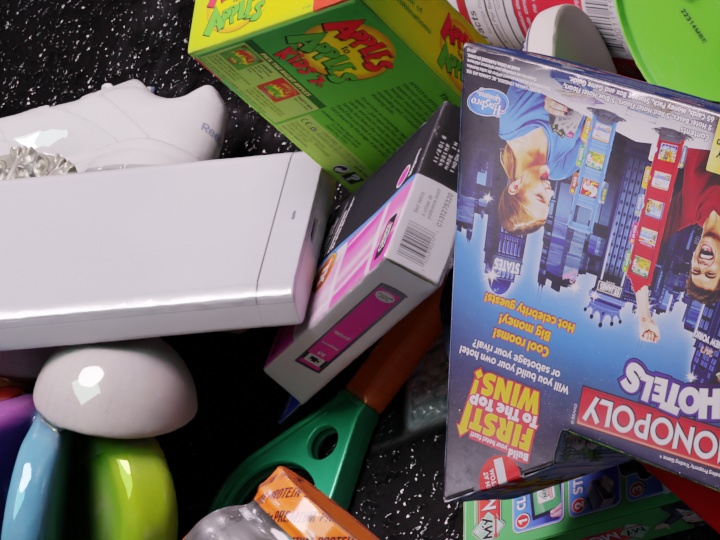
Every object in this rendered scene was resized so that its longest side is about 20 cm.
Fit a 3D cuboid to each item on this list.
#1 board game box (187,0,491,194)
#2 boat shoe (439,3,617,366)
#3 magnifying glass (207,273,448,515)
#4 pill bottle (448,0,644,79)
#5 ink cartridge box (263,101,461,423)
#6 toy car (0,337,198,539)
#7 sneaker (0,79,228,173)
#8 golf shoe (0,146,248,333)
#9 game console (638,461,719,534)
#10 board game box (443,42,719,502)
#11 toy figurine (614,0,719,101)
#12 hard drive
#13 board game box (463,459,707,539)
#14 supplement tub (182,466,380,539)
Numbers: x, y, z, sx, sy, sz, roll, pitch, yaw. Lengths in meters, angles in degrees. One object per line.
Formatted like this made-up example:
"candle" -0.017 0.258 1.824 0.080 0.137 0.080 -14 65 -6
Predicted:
"board game box" 0.015 -0.089 1.262 0.101 0.200 0.048 -16 53 31
"boat shoe" 0.078 -0.025 1.203 0.093 0.075 0.200 -18 64 34
"magnifying glass" -0.011 0.085 1.300 0.200 0.022 0.080 -54 43 -1
"pill bottle" 0.112 -0.160 1.295 0.200 0.112 0.112 13 71 43
"ink cartridge box" 0.000 0.000 1.250 0.200 0.037 0.095 -47 19 58
"toy car" -0.180 0.106 1.293 0.200 0.150 0.175 29 119 46
"sneaker" -0.158 -0.069 1.473 0.200 0.075 0.087 5 53 31
"golf shoe" -0.144 -0.005 1.401 0.200 0.097 0.078 21 73 34
"game console" 0.238 0.054 1.092 0.200 0.119 0.173 42 121 38
"board game box" 0.114 0.021 1.085 0.200 0.062 0.200 21 102 40
"toy figurine" 0.217 -0.174 1.175 0.184 0.200 0.150 -31 -5 -35
"hard drive" -0.119 -0.010 1.283 0.200 0.027 0.132 -6 34 12
"board game box" 0.113 0.041 1.220 0.134 0.029 0.200 -19 52 30
"supplement tub" -0.065 0.199 1.191 0.200 0.122 0.122 -50 43 0
